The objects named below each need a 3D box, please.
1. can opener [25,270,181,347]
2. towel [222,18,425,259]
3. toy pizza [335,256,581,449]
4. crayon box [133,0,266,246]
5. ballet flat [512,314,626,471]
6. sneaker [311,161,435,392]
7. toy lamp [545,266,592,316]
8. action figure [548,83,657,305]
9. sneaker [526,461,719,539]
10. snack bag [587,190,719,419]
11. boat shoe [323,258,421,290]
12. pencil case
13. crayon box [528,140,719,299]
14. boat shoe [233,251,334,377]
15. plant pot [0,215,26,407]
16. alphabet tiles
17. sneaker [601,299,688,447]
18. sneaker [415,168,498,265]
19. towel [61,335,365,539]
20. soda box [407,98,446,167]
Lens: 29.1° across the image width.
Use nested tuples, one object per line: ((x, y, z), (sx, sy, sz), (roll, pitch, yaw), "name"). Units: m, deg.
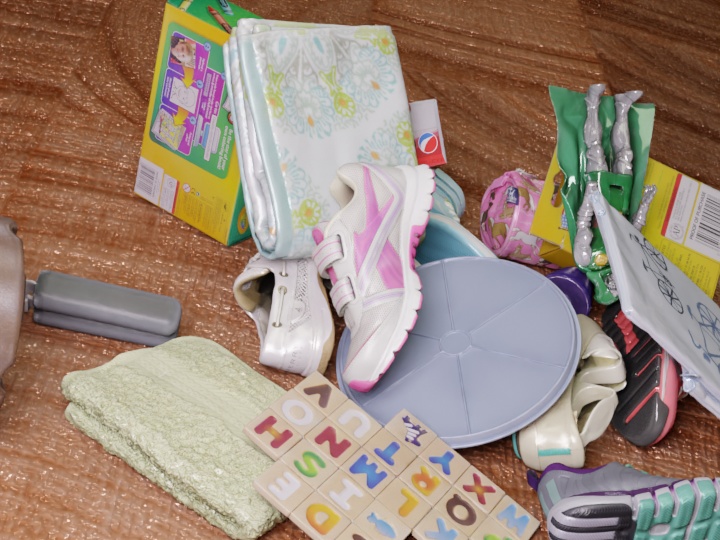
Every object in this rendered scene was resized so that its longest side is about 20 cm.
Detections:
((-0.242, 0.033, 1.086), (0.200, 0.053, 0.066), (9, 64, -9), "can opener")
((-0.026, -0.113, 1.171), (0.171, 0.200, 0.048), (-7, -4, -38), "towel")
((0.079, 0.068, 1.123), (0.200, 0.032, 0.200), (-8, 45, 9), "toy pizza")
((-0.131, -0.137, 1.264), (0.119, 0.200, 0.058), (29, 32, 23), "crayon box")
((0.185, 0.097, 1.137), (0.069, 0.069, 0.200), (22, 37, 12), "ballet flat")
((0.000, 0.000, 1.098), (0.088, 0.081, 0.200), (13, 62, -10), "sneaker")
((0.162, 0.051, 1.229), (0.058, 0.058, 0.200), (24, 33, 15), "toy lamp")
((0.227, -0.067, 1.269), (0.118, 0.200, 0.055), (5, -8, -21), "action figure")
((0.227, 0.169, 1.038), (0.200, 0.074, 0.088), (5, 26, -16), "sneaker")
((0.268, 0.041, 1.181), (0.200, 0.021, 0.189), (40, 26, -25), "snack bag")
((-0.027, -0.020, 1.250), (0.070, 0.071, 0.200), (-11, 45, -47), "boat shoe")
((0.222, -0.045, 1.387), (0.200, 0.087, 0.083), (8, 36, -17), "pencil case")
((0.254, -0.047, 1.328), (0.200, 0.127, 0.051), (24, -17, -14), "crayon box")
((-0.072, 0.011, 1.167), (0.069, 0.071, 0.200), (7, 31, -18), "boat shoe")
((-0.338, 0.025, 0.917), (0.198, 0.200, 0.200), (10, 29, -27), "plant pot")
((0.018, 0.154, 0.977), (0.200, 0.008, 0.167), (40, 35, 11), "alphabet tiles")
((0.265, 0.084, 1.203), (0.087, 0.074, 0.200), (31, 34, -13), "sneaker")
((0.082, -0.041, 1.325), (0.200, 0.080, 0.131), (33, 35, 27), "sneaker")
((-0.107, 0.113, 1.011), (0.200, 0.037, 0.148), (32, 34, 27), "towel")
((0.011, -0.123, 1.342), (0.070, 0.063, 0.200), (-12, 5, -18), "soda box")
